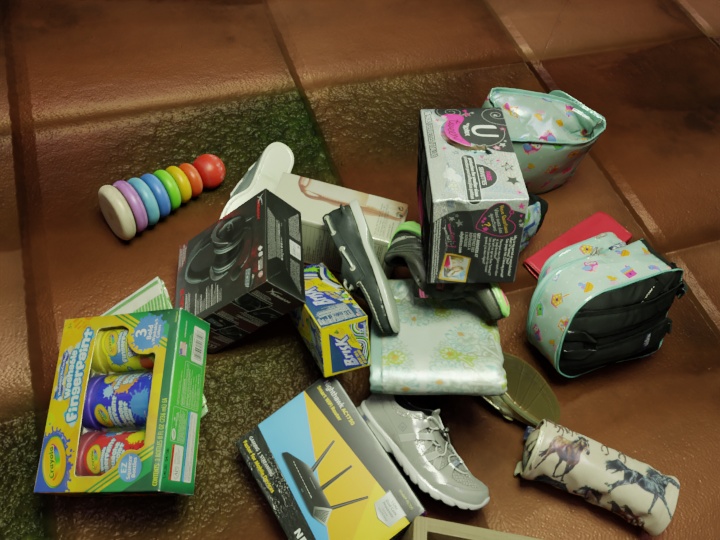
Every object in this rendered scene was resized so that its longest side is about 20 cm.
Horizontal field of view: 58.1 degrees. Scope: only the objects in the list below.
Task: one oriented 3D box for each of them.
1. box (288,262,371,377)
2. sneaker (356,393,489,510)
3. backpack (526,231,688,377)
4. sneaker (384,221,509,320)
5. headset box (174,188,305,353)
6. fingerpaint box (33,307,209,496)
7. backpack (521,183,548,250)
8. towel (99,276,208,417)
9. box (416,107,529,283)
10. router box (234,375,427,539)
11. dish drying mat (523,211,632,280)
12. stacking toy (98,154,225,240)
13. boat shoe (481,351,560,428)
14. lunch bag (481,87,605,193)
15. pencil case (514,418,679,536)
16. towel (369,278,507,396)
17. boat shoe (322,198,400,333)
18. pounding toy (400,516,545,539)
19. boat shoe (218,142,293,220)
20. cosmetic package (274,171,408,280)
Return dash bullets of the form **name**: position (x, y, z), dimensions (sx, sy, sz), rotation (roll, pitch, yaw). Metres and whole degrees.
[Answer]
- **box**: position (-0.049, 0.058, 0.857), dimensions (0.063, 0.071, 0.200), rotation (-11, 23, -15)
- **sneaker**: position (0.083, 0.215, 0.808), dimensions (0.199, 0.075, 0.082), rotation (38, 98, 16)
- **backpack**: position (0.329, 0.051, 0.919), dimensions (0.198, 0.177, 0.153), rotation (-21, 44, -22)
- **sneaker**: position (0.113, 0.014, 0.864), dimensions (0.199, 0.077, 0.084), rotation (35, 83, 32)
- **headset box**: position (-0.171, 0.008, 0.873), dimensions (0.199, 0.077, 0.150), rotation (-27, 50, 28)
- **fingerpaint box**: position (-0.272, 0.154, 0.753), dimensions (0.164, 0.073, 0.203), rotation (-6, 67, 17)
- **backpack**: position (0.178, -0.067, 0.980), dimensions (0.161, 0.156, 0.200), rotation (19, 13, 21)
- **towel**: position (-0.284, 0.126, 0.825), dimensions (0.151, 0.023, 0.201), rotation (-31, 63, 7)
- **box**: position (0.135, -0.100, 0.817), dimensions (0.113, 0.133, 0.201), rotation (-1, 43, 0)
- **router box**: position (-0.037, 0.247, 0.773), dimensions (0.148, 0.051, 0.201), rotation (-35, 65, -7)
- **dish drying mat**: position (0.362, -0.033, 1.074), dimensions (0.199, 0.018, 0.077), rotation (-31, 65, -25)
- **stacking toy**: position (-0.294, -0.125, 1.000), dimensions (0.199, 0.086, 0.085), rotation (-32, 66, -31)
- **boat shoe**: position (0.185, 0.153, 0.903), dimensions (0.200, 0.063, 0.073), rotation (35, 50, 7)
- **lunch bag**: position (0.288, -0.208, 1.088), dimensions (0.197, 0.171, 0.123), rotation (0, 63, -9)
- **pencil case**: position (0.301, 0.263, 0.822), dimensions (0.198, 0.090, 0.078), rotation (24, 50, 5)
- **towel**: position (0.098, 0.081, 0.858), dimensions (0.169, 0.049, 0.201), rotation (-2, 39, 7)
- **boat shoe**: position (0.000, 0.000, 0.863), dimensions (0.060, 0.076, 0.202), rotation (-21, 58, 5)
- **pounding toy**: position (0.097, 0.396, 0.686), dimensions (0.181, 0.143, 0.202), rotation (12, 46, -4)
- **boat shoe**: position (-0.169, -0.109, 1.022), dimensions (0.072, 0.062, 0.202), rotation (33, 69, -19)
- **cosmetic package**: position (-0.037, -0.063, 0.981), dimensions (0.197, 0.104, 0.088), rotation (15, 53, 0)
